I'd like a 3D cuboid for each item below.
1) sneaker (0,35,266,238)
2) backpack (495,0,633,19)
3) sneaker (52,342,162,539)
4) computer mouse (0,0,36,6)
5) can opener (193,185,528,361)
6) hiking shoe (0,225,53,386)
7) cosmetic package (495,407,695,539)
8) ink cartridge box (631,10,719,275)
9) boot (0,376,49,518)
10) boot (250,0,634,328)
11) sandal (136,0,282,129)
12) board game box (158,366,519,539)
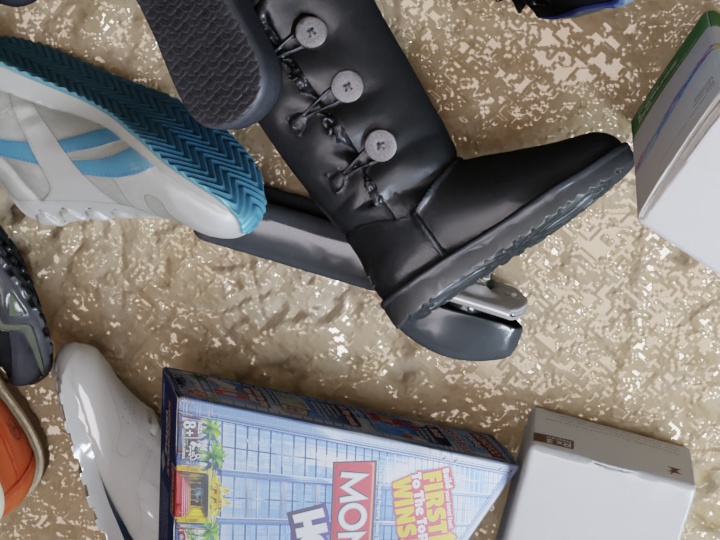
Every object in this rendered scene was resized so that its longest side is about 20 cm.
[{"bbox_3d":[-0.141,-0.060,1.426,0.200,0.076,0.081,26,113,20],"label":"sneaker"},{"bbox_3d":[0.117,-0.230,1.294,0.147,0.200,0.183,-33,101,-6],"label":"backpack"},{"bbox_3d":[-0.119,0.124,1.503,0.080,0.076,0.200,-22,111,2],"label":"sneaker"},{"bbox_3d":[-0.187,-0.245,1.409,0.059,0.034,0.200,3,101,-15],"label":"computer mouse"},{"bbox_3d":[0.000,0.000,1.455,0.200,0.053,0.067,20,108,-1],"label":"can opener"},{"bbox_3d":[-0.250,-0.001,1.435,0.101,0.076,0.200,-32,122,2],"label":"hiking shoe"},{"bbox_3d":[0.121,0.191,1.496,0.102,0.074,0.200,15,107,0],"label":"cosmetic package"},{"bbox_3d":[0.222,-0.047,1.342,0.145,0.200,0.084,33,107,-5],"label":"ink cartridge box"},{"bbox_3d":[-0.258,0.062,1.472,0.075,0.107,0.200,-35,100,16],"label":"boot"},{"bbox_3d":[0.032,-0.094,1.407,0.165,0.066,0.200,-33,81,-2],"label":"boot"},{"bbox_3d":[-0.094,-0.170,1.395,0.076,0.043,0.200,-22,82,30],"label":"sandal"},{"bbox_3d":[-0.014,0.155,1.470,0.200,0.062,0.200,-1,105,-12],"label":"board game box"}]
